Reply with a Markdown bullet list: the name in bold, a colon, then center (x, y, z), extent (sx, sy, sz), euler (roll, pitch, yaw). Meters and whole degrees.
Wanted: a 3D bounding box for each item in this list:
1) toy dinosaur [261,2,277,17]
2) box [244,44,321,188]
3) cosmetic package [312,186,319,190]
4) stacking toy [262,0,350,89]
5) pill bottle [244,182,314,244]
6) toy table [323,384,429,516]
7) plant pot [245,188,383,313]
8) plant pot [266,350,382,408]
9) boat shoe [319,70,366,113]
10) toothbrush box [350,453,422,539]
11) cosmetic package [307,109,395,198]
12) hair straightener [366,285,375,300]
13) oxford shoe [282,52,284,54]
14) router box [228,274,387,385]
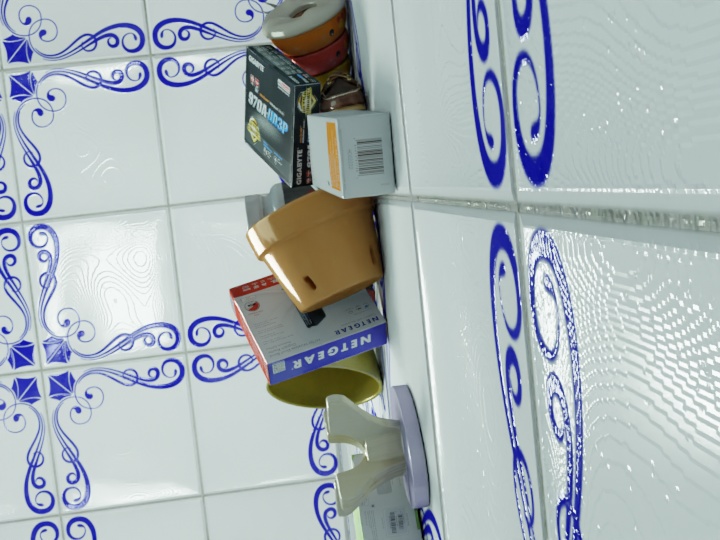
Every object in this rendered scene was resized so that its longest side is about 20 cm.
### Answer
- **toy dinosaur**: center (-0.082, -0.427, 1.906), extent (0.199, 0.077, 0.103), euler (6, -128, -59)
- **box**: center (-0.122, -0.238, 1.627), extent (0.200, 0.045, 0.161), euler (46, 138, 51)
- **cosmetic package**: center (-0.091, -0.210, 1.736), extent (0.200, 0.083, 0.050), euler (45, -167, 29)
- **stacking toy**: center (-0.060, -0.341, 1.720), extent (0.147, 0.144, 0.202), euler (-104, -10, -58)
- **pill bottle**: center (-0.094, -0.097, 1.794), extent (0.111, 0.197, 0.113), euler (172, 90, -85)
- **toy table**: center (0.018, 0.237, 1.403), extent (0.200, 0.115, 0.187), euler (-114, 18, -72)
- **plant pot**: center (-0.054, -0.028, 1.580), extent (0.200, 0.198, 0.142), euler (114, 133, -81)
- **plant pot**: center (-0.061, 0.136, 1.830), extent (0.201, 0.196, 0.144), euler (93, 178, -63)
- **boat shoe**: center (-0.032, -0.262, 1.593), extent (0.200, 0.069, 0.071), euler (-126, 25, -81)
- **toothbrush box**: center (0.034, 0.361, 1.541), extent (0.201, 0.085, 0.148), euler (94, 169, -61)
- **cosmetic package**: center (-0.016, -0.155, 1.394), extent (0.200, 0.070, 0.103), euler (-147, 51, -74)
- **hair straightener**: center (0.000, 0.000, 1.738), extent (0.202, 0.040, 0.078), euler (88, 173, -47)
- **oxford shoe**: center (-0.086, -0.396, 1.778), extent (0.071, 0.071, 0.203), euler (18, 91, 55)
- **router box**: center (-0.082, 0.070, 1.656), extent (0.180, 0.197, 0.049), euler (-125, 23, -43)
